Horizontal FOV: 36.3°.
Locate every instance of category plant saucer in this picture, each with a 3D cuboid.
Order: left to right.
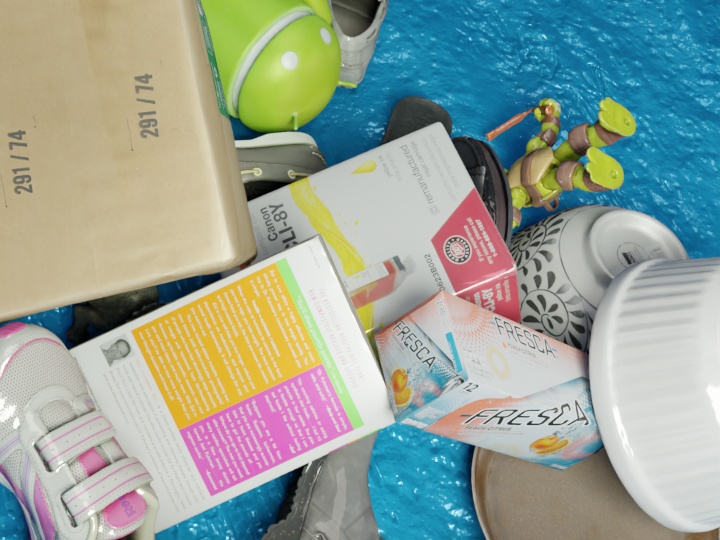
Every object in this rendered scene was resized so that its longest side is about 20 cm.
[{"bbox_3d":[0.173,0.177,0.825,0.198,0.032,0.201,9,52,-12],"label":"plant saucer"}]

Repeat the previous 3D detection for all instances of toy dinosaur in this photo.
[{"bbox_3d":[-0.185,-0.001,0.775,0.201,0.102,0.077,58,42,-19],"label":"toy dinosaur"}]

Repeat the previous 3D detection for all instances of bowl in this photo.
[{"bbox_3d":[0.214,0.013,0.918,0.199,0.094,0.202,8,54,-12],"label":"bowl"}]

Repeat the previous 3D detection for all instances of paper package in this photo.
[{"bbox_3d":[-0.175,-0.079,0.680,0.189,0.103,0.202,-13,91,-2],"label":"paper package"}]

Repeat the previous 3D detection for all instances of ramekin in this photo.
[{"bbox_3d":[0.261,0.083,0.791,0.201,0.094,0.204,14,69,-39],"label":"ramekin"}]

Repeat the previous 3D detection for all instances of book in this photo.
[{"bbox_3d":[-0.089,0.078,0.718,0.199,0.048,0.134,-24,93,3],"label":"book"}]

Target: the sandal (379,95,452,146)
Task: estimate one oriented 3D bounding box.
[{"bbox_3d":[0.039,-0.089,0.964,0.075,0.048,0.202,17,52,-5],"label":"sandal"}]

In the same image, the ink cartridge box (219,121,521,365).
[{"bbox_3d":[0.000,0.000,0.817,0.199,0.084,0.146,-23,60,-2],"label":"ink cartridge box"}]

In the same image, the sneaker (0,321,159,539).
[{"bbox_3d":[-0.165,0.123,0.654,0.081,0.088,0.201,-36,115,-46],"label":"sneaker"}]

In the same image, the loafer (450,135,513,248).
[{"bbox_3d":[0.080,-0.024,0.887,0.063,0.072,0.202,23,60,-44],"label":"loafer"}]

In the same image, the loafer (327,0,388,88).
[{"bbox_3d":[-0.003,-0.263,1.064,0.069,0.070,0.201,12,52,-9],"label":"loafer"}]

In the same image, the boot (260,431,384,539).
[{"bbox_3d":[0.005,0.186,0.751,0.131,0.070,0.201,30,63,2],"label":"boot"}]

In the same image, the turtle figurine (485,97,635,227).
[{"bbox_3d":[0.156,-0.078,0.946,0.064,0.161,0.201,46,58,-20],"label":"turtle figurine"}]

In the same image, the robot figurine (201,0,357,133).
[{"bbox_3d":[-0.100,-0.200,0.955,0.200,0.116,0.175,40,61,15],"label":"robot figurine"}]

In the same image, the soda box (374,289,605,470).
[{"bbox_3d":[0.100,0.080,0.753,0.199,0.063,0.069,22,43,-44],"label":"soda box"}]

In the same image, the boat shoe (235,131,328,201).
[{"bbox_3d":[-0.111,-0.063,0.883,0.200,0.072,0.060,-14,55,-30],"label":"boat shoe"}]
